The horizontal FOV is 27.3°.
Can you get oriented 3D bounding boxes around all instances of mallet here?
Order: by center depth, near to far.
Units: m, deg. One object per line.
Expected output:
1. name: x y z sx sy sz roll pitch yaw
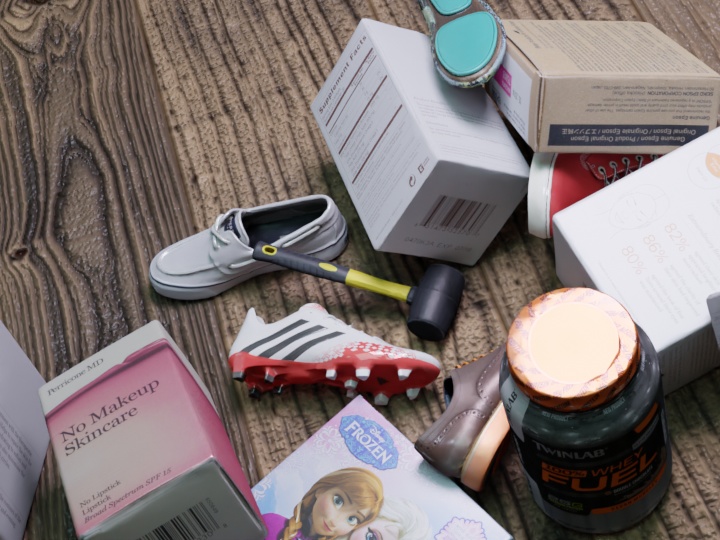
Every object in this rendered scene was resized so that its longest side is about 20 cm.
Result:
1. mallet: 0.000 0.000 1.359 0.199 0.041 0.066 23 63 17

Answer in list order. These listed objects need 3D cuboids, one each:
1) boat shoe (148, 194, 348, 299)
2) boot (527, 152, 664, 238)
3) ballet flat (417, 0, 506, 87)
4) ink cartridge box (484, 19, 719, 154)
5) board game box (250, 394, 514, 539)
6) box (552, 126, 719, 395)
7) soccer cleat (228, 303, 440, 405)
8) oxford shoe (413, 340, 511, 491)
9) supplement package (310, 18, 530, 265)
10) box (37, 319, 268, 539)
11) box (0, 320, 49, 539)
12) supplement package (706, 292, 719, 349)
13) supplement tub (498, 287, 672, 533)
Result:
1. boat shoe: -0.113 -0.031 1.420 0.199 0.065 0.074 -18 52 3
2. boot: 0.232 -0.081 1.317 0.143 0.073 0.200 11 31 20
3. ballet flat: 0.098 -0.214 1.372 0.074 0.074 0.201 -14 42 6
4. ink cartridge box: 0.212 -0.169 1.340 0.164 0.076 0.200 -1 24 -8
5. board game box: -0.009 0.230 1.213 0.199 0.041 0.200 -41 53 -14
6. box: 0.284 -0.010 1.246 0.199 0.106 0.153 -27 62 -4
7. soccer cleat: -0.023 0.069 1.321 0.199 0.069 0.086 -2 58 21
8. oxford shoe: 0.112 0.088 1.246 0.073 0.072 0.200 24 52 14
9. supplement package: 0.053 -0.119 1.376 0.116 0.118 0.201 8 42 -33
10. box: -0.177 0.159 1.241 0.127 0.109 0.200 -31 38 -2
11. box: -0.403 0.134 1.300 0.199 0.199 0.172 -2 54 15
12. supplement package: 0.344 0.098 1.091 0.117 0.117 0.201 -14 84 0
13. supplement tub: 0.174 0.108 1.147 0.122 0.200 0.123 -8 53 11
